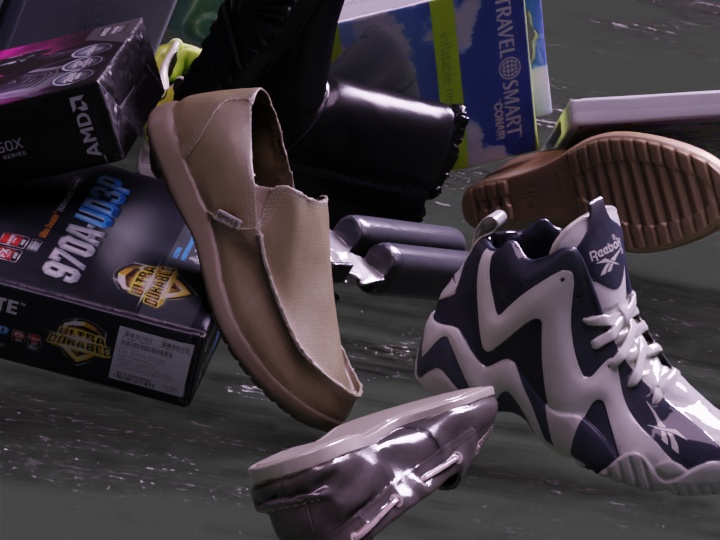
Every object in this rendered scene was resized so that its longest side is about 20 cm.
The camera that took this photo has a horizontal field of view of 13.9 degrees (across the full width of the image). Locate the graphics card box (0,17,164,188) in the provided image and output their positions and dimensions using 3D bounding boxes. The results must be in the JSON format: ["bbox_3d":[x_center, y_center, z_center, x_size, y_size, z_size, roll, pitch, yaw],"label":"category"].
[{"bbox_3d":[-0.215,-0.078,1.609,0.200,0.051,0.125,-11,18,12],"label":"graphics card box"}]

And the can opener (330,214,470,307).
[{"bbox_3d":[0.000,0.000,1.668,0.053,0.067,0.200,44,25,28],"label":"can opener"}]

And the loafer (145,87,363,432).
[{"bbox_3d":[-0.046,-0.011,1.536,0.200,0.067,0.076,63,18,14],"label":"loafer"}]

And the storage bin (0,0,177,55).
[{"bbox_3d":[-0.195,-0.168,1.786,0.134,0.200,0.146,12,19,-38],"label":"storage bin"}]

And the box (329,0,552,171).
[{"bbox_3d":[0.025,-0.114,1.791,0.200,0.122,0.048,-15,31,-12],"label":"box"}]

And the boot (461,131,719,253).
[{"bbox_3d":[0.179,-0.054,1.824,0.200,0.072,0.166,-1,6,39],"label":"boot"}]

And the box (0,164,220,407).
[{"bbox_3d":[-0.146,-0.002,1.591,0.159,0.046,0.200,15,22,2],"label":"box"}]

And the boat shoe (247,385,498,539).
[{"bbox_3d":[0.011,0.101,1.451,0.067,0.057,0.200,-15,1,32],"label":"boat shoe"}]

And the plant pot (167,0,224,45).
[{"bbox_3d":[-0.054,-0.235,2.004,0.196,0.196,0.200,19,33,-22],"label":"plant pot"}]

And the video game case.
[{"bbox_3d":[0.193,-0.087,1.879,0.143,0.018,0.200,-4,-7,-2],"label":"video game case"}]

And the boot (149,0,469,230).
[{"bbox_3d":[-0.011,-0.099,1.695,0.162,0.198,0.073,18,29,-29],"label":"boot"}]

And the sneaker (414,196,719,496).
[{"bbox_3d":[0.135,0.031,1.579,0.199,0.130,0.079,24,25,22],"label":"sneaker"}]

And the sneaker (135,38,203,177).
[{"bbox_3d":[-0.101,-0.109,1.839,0.075,0.077,0.200,8,22,-11],"label":"sneaker"}]
